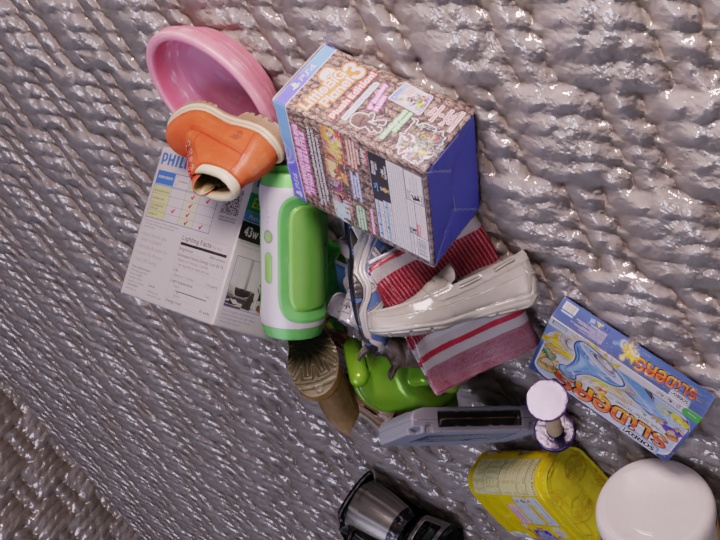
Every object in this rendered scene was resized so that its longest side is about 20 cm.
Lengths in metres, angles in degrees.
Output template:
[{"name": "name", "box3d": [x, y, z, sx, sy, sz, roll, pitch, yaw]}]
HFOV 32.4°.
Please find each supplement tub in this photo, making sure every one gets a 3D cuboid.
[{"name": "supplement tub", "box3d": [0.375, 0.345, 1.536, 0.144, 0.146, 0.201, 19, 147, 36]}]

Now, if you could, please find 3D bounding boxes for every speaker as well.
[{"name": "speaker", "box3d": [-0.082, -0.023, 1.506, 0.088, 0.088, 0.203, 13, 108, 43]}]

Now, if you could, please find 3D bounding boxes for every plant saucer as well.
[{"name": "plant saucer", "box3d": [-0.170, -0.219, 1.501, 0.199, 0.051, 0.202, 31, 152, 18]}]

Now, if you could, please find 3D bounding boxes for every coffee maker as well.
[{"name": "coffee maker", "box3d": [0.078, 0.465, 2.173, 0.198, 0.136, 0.192, 28, 175, 27]}]

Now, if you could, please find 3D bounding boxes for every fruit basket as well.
[{"name": "fruit basket", "box3d": [-0.086, 0.036, 1.706, 0.184, 0.094, 0.202, 29, 132, 22]}]

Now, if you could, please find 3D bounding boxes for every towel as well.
[{"name": "towel", "box3d": [0.110, 0.041, 1.440, 0.201, 0.143, 0.023, 60, -173, -28]}]

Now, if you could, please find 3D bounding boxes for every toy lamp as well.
[{"name": "toy lamp", "box3d": [0.238, 0.185, 1.536, 0.058, 0.059, 0.200, 29, 166, 21]}]

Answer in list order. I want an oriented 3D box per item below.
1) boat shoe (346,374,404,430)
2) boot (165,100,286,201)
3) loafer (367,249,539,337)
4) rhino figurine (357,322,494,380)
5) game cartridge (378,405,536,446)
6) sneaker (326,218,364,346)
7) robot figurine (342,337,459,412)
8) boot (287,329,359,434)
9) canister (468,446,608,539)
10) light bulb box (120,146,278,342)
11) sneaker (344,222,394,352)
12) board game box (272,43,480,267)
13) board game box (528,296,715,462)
[{"name": "boat shoe", "box3d": [0.038, 0.196, 1.842, 0.198, 0.076, 0.072, 19, 145, 34]}, {"name": "boot", "box3d": [-0.184, -0.138, 1.469, 0.198, 0.108, 0.075, 14, 146, 45]}, {"name": "loafer", "box3d": [0.101, 0.028, 1.392, 0.070, 0.197, 0.071, 76, 180, -84]}, {"name": "rhino figurine", "box3d": [0.087, 0.079, 1.510, 0.197, 0.060, 0.088, -21, 122, 12]}, {"name": "game cartridge", "box3d": [0.131, 0.208, 1.648, 0.197, 0.042, 0.133, 2, 168, -22]}, {"name": "sneaker", "box3d": [0.000, 0.000, 1.528, 0.075, 0.115, 0.201, 19, 149, 56]}, {"name": "robot figurine", "box3d": [0.061, 0.130, 1.656, 0.173, 0.118, 0.199, 17, 164, -28]}, {"name": "boot", "box3d": [-0.041, 0.152, 1.639, 0.201, 0.065, 0.177, 68, -176, -45]}, {"name": "canister", "box3d": [0.254, 0.312, 1.717, 0.149, 0.087, 0.199, 47, 155, -15]}, {"name": "light bulb box", "box3d": [-0.183, -0.035, 1.602, 0.197, 0.203, 0.124, 15, 178, 41]}, {"name": "sneaker", "box3d": [0.024, -0.002, 1.457, 0.076, 0.076, 0.203, -121, 27, -75]}, {"name": "board game box", "box3d": [0.020, -0.124, 1.338, 0.198, 0.097, 0.160, 28, 151, 24]}, {"name": "board game box", "box3d": [0.296, 0.127, 1.429, 0.199, 0.035, 0.136, 34, 153, 14]}]
